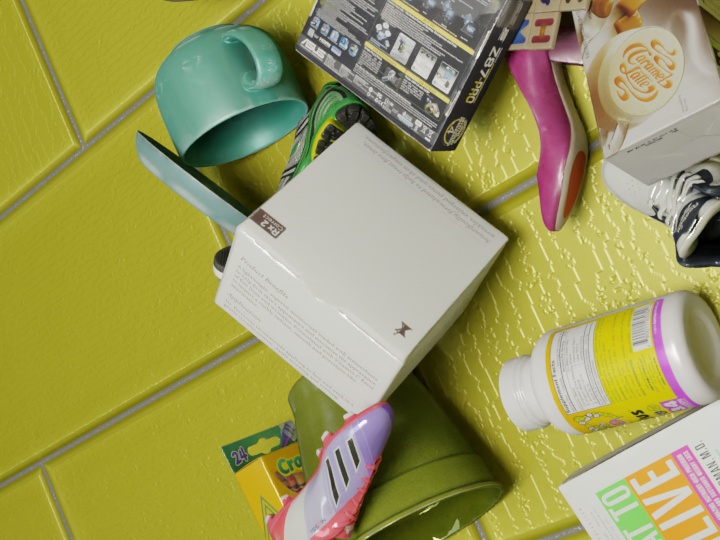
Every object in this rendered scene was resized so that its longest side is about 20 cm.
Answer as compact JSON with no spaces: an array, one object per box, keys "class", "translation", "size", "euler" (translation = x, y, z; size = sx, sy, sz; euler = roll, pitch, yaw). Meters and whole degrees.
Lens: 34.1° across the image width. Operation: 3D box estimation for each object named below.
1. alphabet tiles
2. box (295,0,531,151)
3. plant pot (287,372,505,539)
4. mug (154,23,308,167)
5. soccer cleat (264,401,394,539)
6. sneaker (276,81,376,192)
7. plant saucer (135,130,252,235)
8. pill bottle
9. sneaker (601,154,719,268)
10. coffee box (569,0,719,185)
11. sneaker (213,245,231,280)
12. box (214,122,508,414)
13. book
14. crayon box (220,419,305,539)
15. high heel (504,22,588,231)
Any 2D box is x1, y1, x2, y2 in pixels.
[{"class":"alphabet tiles","translation":[0.149,-0.285,1.083],"size":[0.200,0.006,0.167],"euler":[14,92,56]},{"class":"box","translation":[0.044,-0.232,1.117],"size":[0.200,0.049,0.162],"euler":[40,118,29]},{"class":"plant pot","translation":[0.019,0.187,1.226],"size":[0.200,0.200,0.193],"euler":[-43,62,33]},{"class":"mug","translation":[-0.136,-0.205,1.277],"size":[0.185,0.152,0.115],"euler":[-30,79,28]},{"class":"soccer cleat","translation":[-0.017,0.204,1.093],"size":[0.077,0.067,0.200],"euler":[49,120,24]},{"class":"sneaker","translation":[-0.044,-0.117,1.286],"size":[0.200,0.078,0.085],"euler":[-57,34,35]},{"class":"plant saucer","translation":[-0.172,-0.084,1.299],"size":[0.200,0.200,0.027],"euler":[38,91,24]},{"class":"pill bottle","translation":[0.231,0.093,1.093],"size":[0.200,0.104,0.105],"euler":[-21,86,37]},{"class":"sneaker","translation":[0.281,-0.058,1.012],"size":[0.199,0.129,0.080],"euler":[33,115,27]},{"class":"coffee box","translation":[0.253,-0.191,0.995],"size":[0.114,0.080,0.201],"euler":[-25,59,36]},{"class":"sneaker","translation":[-0.066,0.038,1.271],"size":[0.084,0.199,0.121],"euler":[-103,22,-56]},{"class":"box","translation":[0.000,0.000,1.144],"size":[0.199,0.200,0.131],"euler":[39,143,8]},{"class":"book","translation":[0.305,0.211,1.102],"size":[0.200,0.048,0.134],"euler":[-38,80,33]},{"class":"crayon box","translation":[-0.055,0.257,1.286],"size":[0.052,0.126,0.200],"euler":[-36,77,35]},{"class":"high heel","translation":[0.167,-0.140,1.119],"size":[0.096,0.067,0.201],"euler":[7,88,25]}]
